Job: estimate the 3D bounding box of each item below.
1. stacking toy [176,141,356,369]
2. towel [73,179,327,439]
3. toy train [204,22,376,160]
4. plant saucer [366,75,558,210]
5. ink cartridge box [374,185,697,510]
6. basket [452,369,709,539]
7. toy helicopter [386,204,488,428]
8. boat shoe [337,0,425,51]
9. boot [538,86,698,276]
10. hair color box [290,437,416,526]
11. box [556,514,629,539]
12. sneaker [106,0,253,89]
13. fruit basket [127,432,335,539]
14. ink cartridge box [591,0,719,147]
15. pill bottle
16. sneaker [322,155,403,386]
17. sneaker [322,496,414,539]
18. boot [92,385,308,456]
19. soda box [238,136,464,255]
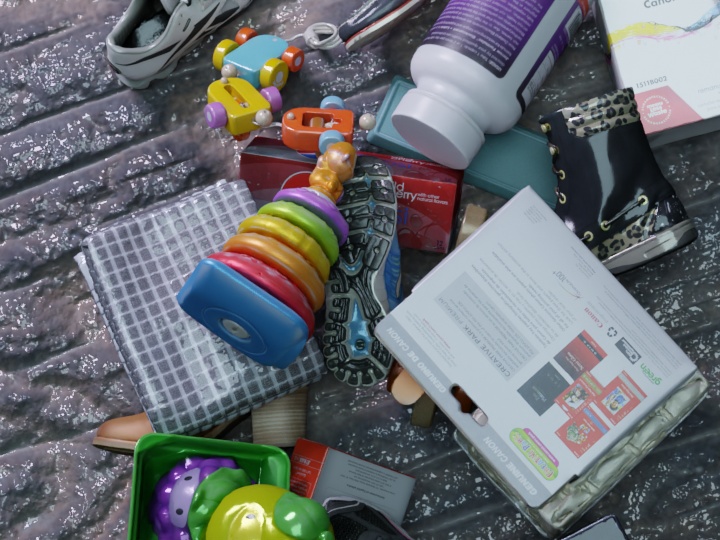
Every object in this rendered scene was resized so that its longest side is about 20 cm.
[{"bbox_3d":[-0.054,-0.027,1.404,0.110,0.116,0.200,34,64,-5],"label":"stacking toy"},{"bbox_3d":[-0.139,0.031,1.463,0.165,0.086,0.201,-24,81,-9],"label":"towel"},{"bbox_3d":[-0.066,-0.152,1.536,0.150,0.056,0.200,-1,37,-4],"label":"toy train"},{"bbox_3d":[0.108,-0.115,1.564,0.199,0.019,0.070,23,84,8],"label":"plant saucer"},{"bbox_3d":[0.136,0.067,1.366,0.175,0.084,0.200,-40,81,-6],"label":"ink cartridge box"},{"bbox_3d":[0.192,0.120,1.463,0.200,0.123,0.136,-43,80,-3],"label":"basket"},{"bbox_3d":[0.074,0.042,1.461,0.079,0.132,0.201,16,104,8],"label":"toy helicopter"},{"bbox_3d":[0.051,-0.280,1.566,0.200,0.071,0.063,-40,94,-8],"label":"boat shoe"},{"bbox_3d":[0.180,-0.060,1.498,0.203,0.073,0.154,-20,89,17],"label":"boot"},{"bbox_3d":[-0.034,0.258,1.472,0.101,0.061,0.201,24,81,-29],"label":"hair color box"},{"bbox_3d":[0.201,0.316,1.392,0.123,0.198,0.201,-28,79,3],"label":"box"},{"bbox_3d":[-0.160,-0.257,1.580,0.074,0.089,0.200,40,85,12],"label":"sneaker"},{"bbox_3d":[-0.112,0.230,1.371,0.155,0.216,0.217,8,81,-14],"label":"fruit basket"},{"bbox_3d":[0.277,-0.222,1.538,0.116,0.068,0.201,-15,80,4],"label":"ink cartridge box"},{"bbox_3d":[0.114,-0.194,1.516,0.111,0.111,0.200,31,77,10],"label":"pill bottle"},{"bbox_3d":[0.000,0.000,1.482,0.078,0.090,0.201,1,88,12],"label":"sneaker"},{"bbox_3d":[0.041,0.256,1.430,0.200,0.086,0.081,32,76,-26],"label":"sneaker"},{"bbox_3d":[-0.146,0.090,1.531,0.199,0.074,0.155,-4,81,-7],"label":"boot"},{"bbox_3d":[-0.010,-0.070,1.534,0.199,0.063,0.070,9,110,6],"label":"soda box"}]
